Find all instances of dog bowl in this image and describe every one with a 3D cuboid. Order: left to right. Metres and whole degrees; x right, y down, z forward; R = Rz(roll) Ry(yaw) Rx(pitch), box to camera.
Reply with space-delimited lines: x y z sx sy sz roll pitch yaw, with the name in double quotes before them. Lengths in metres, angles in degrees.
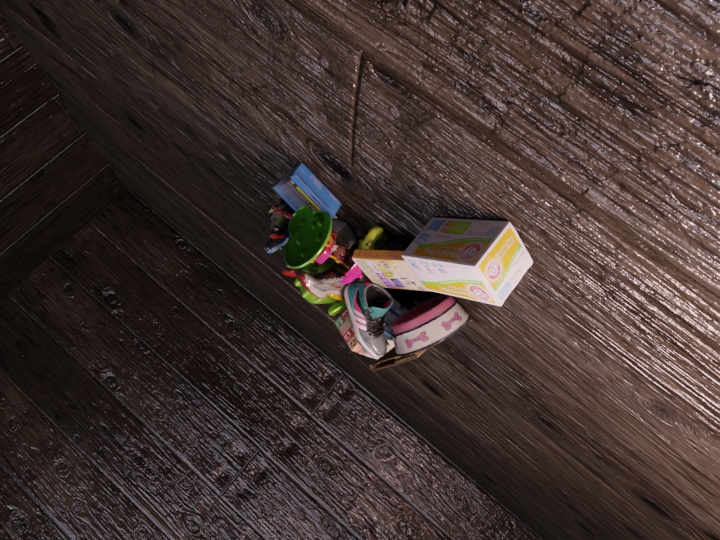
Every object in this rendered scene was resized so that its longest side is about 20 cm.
"dog bowl" 0.159 0.126 1.246 0.074 0.200 0.200 62 160 -3

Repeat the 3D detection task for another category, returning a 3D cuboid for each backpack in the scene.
"backpack" 0.065 0.106 1.426 0.163 0.154 0.200 44 162 -17

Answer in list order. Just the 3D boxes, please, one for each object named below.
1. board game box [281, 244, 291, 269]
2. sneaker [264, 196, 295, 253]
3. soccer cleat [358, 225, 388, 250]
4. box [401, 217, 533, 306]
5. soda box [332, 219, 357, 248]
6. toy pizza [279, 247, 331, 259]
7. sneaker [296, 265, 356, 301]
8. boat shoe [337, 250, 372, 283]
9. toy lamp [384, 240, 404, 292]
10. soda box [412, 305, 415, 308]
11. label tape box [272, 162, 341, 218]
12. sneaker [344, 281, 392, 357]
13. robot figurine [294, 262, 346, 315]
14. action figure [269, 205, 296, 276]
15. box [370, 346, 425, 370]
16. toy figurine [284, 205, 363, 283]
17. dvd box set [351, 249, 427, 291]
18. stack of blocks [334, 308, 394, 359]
"board game box" -0.180 -0.099 1.413 0.023 0.105 0.200 32 -158 -33
"sneaker" -0.221 -0.133 1.393 0.083 0.200 0.071 31 152 -27
"soccer cleat" 0.023 -0.058 1.290 0.084 0.065 0.200 38 162 17
"box" 0.191 -0.022 0.948 0.200 0.113 0.101 11 146 55
"soda box" -0.101 -0.106 1.434 0.200 0.064 0.068 20 152 48
"toy pizza" -0.152 -0.069 1.535 0.200 0.032 0.200 11 -171 -2
"sneaker" -0.085 0.021 1.313 0.078 0.082 0.200 42 -163 29
"boat shoe" 0.000 0.000 1.414 0.200 0.065 0.072 48 129 47
"toy lamp" 0.087 -0.011 1.283 0.058 0.058 0.200 35 164 20
"soda box" 0.139 0.167 1.562 0.064 0.068 0.200 41 162 -1
"label tape box" -0.124 -0.190 1.282 0.144 0.063 0.200 45 162 -18
"sneaker" 0.038 0.115 1.270 0.121 0.084 0.200 -24 89 57
"robot figurine" -0.092 0.035 1.472 0.200 0.116 0.176 0 -133 -54
"action figure" -0.192 -0.084 1.301 0.099 0.200 0.065 19 132 -18
"box" 0.138 0.190 1.337 0.163 0.200 0.021 -29 91 44
"toy figurine" -0.071 -0.046 1.248 0.184 0.150 0.200 35 -163 -38
"dvd box set" 0.098 0.001 1.187 0.200 0.029 0.146 3 153 32
"stack of blocks" 0.031 0.191 1.470 0.200 0.059 0.115 28 -162 -46
